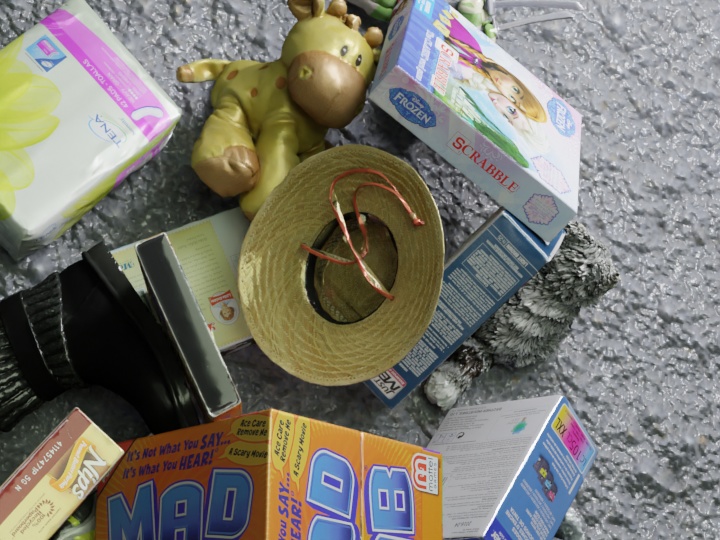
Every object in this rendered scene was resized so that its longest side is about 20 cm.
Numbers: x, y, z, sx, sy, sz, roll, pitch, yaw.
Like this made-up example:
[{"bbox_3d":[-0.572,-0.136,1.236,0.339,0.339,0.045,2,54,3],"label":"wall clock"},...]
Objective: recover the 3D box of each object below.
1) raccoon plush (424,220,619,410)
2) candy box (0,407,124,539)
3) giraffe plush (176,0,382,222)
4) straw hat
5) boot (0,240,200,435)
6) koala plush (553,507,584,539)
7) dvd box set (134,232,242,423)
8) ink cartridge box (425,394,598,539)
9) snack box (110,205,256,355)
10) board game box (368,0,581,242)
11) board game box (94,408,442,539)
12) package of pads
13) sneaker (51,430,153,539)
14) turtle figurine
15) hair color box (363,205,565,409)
[{"bbox_3d":[0.156,0.046,1.727,0.096,0.134,0.201,36,63,-7],"label":"raccoon plush"},{"bbox_3d":[-0.259,0.186,1.484,0.055,0.200,0.116,43,63,-3],"label":"candy box"},{"bbox_3d":[-0.048,-0.150,1.678,0.172,0.162,0.201,19,43,-47],"label":"giraffe plush"},{"bbox_3d":[0.000,0.000,1.626,0.199,0.085,0.203,-2,83,22],"label":"straw hat"},{"bbox_3d":[-0.232,0.089,1.555,0.157,0.080,0.212,-30,54,-11],"label":"boot"},{"bbox_3d":[0.196,0.291,1.650,0.199,0.184,0.178,28,63,4],"label":"koala plush"},{"bbox_3d":[-0.135,0.058,1.536,0.029,0.200,0.147,-24,81,-7],"label":"dvd box set"},{"bbox_3d":[0.098,0.205,1.624,0.077,0.136,0.200,55,49,-22],"label":"ink cartridge box"},{"bbox_3d":[-0.143,0.020,1.678,0.199,0.037,0.117,-20,79,-25],"label":"snack box"},{"bbox_3d":[0.105,-0.141,1.654,0.199,0.041,0.201,38,27,-13],"label":"board game box"},{"bbox_3d":[-0.072,0.238,1.497,0.199,0.199,0.202,18,65,-44],"label":"board game box"},{"bbox_3d":[-0.269,-0.122,1.663,0.200,0.068,0.155,-41,88,-27],"label":"package of pads"},{"bbox_3d":[-0.201,0.215,1.567,0.076,0.075,0.200,42,64,-2],"label":"sneaker"},{"bbox_3d":[0.095,-0.244,1.806,0.193,0.200,0.144,38,29,0],"label":"turtle figurine"},{"bbox_3d":[0.084,0.024,1.665,0.061,0.200,0.100,46,21,-1],"label":"hair color box"}]
